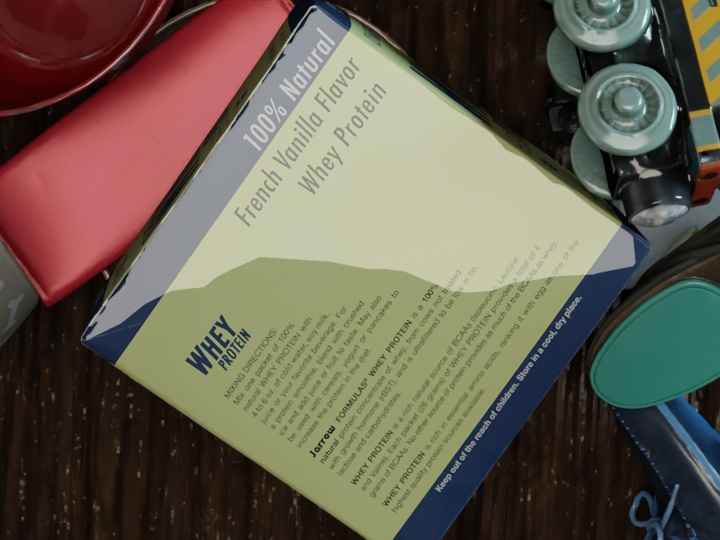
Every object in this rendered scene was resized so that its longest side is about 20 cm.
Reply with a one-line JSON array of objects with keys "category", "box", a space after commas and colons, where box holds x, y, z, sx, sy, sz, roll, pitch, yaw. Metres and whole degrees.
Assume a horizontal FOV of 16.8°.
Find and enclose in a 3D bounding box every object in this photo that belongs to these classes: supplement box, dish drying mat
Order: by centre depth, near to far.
[{"category": "supplement box", "box": [0.000, 0.000, 1.210, 0.200, 0.134, 0.200, 34, 96, -7]}, {"category": "dish drying mat", "box": [-0.106, -0.070, 1.276, 0.200, 0.018, 0.077, -37, 91, 3]}]

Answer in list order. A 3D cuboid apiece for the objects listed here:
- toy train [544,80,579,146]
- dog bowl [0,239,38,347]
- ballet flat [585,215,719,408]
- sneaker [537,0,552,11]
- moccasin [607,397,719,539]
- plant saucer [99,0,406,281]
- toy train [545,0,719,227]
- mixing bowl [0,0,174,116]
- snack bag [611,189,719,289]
[{"category": "toy train", "box": [0.196, -0.105, 1.294, 0.199, 0.034, 0.046, -10, 72, 2]}, {"category": "dog bowl", "box": [-0.237, -0.036, 1.230, 0.059, 0.200, 0.200, -39, 90, -8]}, {"category": "ballet flat", "box": [0.191, -0.002, 1.213, 0.068, 0.068, 0.200, 38, 128, -16]}, {"category": "sneaker", "box": [0.113, -0.188, 1.268, 0.078, 0.070, 0.200, -23, 81, 0]}, {"category": "moccasin", "box": [0.184, 0.144, 1.277, 0.068, 0.080, 0.200, -36, 86, 16]}, {"category": "plant saucer", "box": [-0.049, -0.047, 1.300, 0.200, 0.037, 0.201, 0, 91, 1]}, {"category": "toy train", "box": [0.145, -0.120, 1.159, 0.114, 0.085, 0.200, -11, 70, -2]}, {"category": "mixing bowl", "box": [-0.169, -0.168, 1.255, 0.200, 0.108, 0.201, -2, 82, 11]}, {"category": "snack bag", "box": [0.222, -0.071, 1.253, 0.199, 0.021, 0.189, -2, 124, 2]}]
